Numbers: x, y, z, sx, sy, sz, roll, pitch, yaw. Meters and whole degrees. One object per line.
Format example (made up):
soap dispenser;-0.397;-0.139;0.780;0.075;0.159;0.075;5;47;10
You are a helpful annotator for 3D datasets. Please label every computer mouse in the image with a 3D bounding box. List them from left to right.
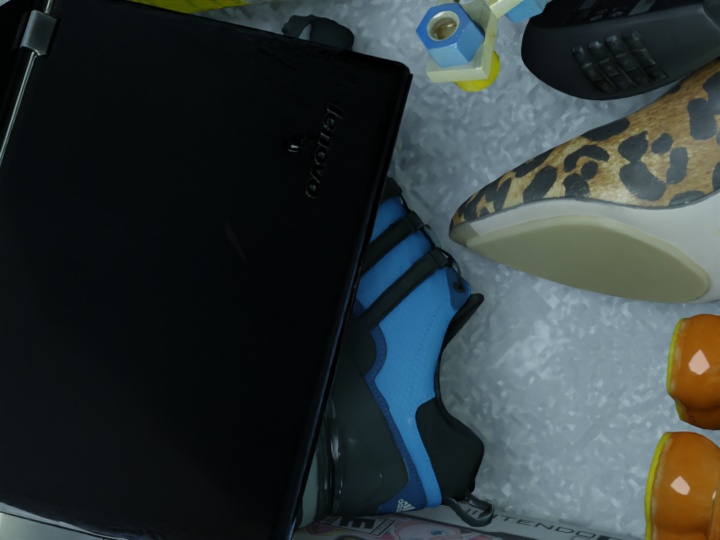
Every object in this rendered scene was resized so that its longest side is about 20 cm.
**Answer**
computer mouse;0.144;-0.086;0.702;0.200;0.059;0.034;-7;115;34

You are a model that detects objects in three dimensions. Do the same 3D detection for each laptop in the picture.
laptop;-0.103;0.006;0.772;0.200;0.116;0.187;-13;57;56

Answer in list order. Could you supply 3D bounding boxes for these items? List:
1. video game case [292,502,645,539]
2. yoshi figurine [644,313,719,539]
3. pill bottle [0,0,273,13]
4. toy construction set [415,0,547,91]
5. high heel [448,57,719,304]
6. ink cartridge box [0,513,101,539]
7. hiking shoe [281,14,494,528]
video game case;0.043;0.123;0.698;0.181;0.200;0.026;10;105;20
yoshi figurine;0.199;0.072;0.696;0.200;0.112;0.113;6;106;19
pill bottle;-0.097;-0.146;0.815;0.200;0.104;0.104;-6;85;20
toy construction set;0.051;-0.171;0.723;0.131;0.092;0.200;-26;70;15
high heel;0.129;-0.064;0.766;0.200;0.071;0.143;-5;56;37
ink cartridge box;-0.218;0.123;0.855;0.200;0.084;0.146;15;93;21
hiking shoe;0.000;0.000;0.791;0.087;0.074;0.200;2;69;-11
